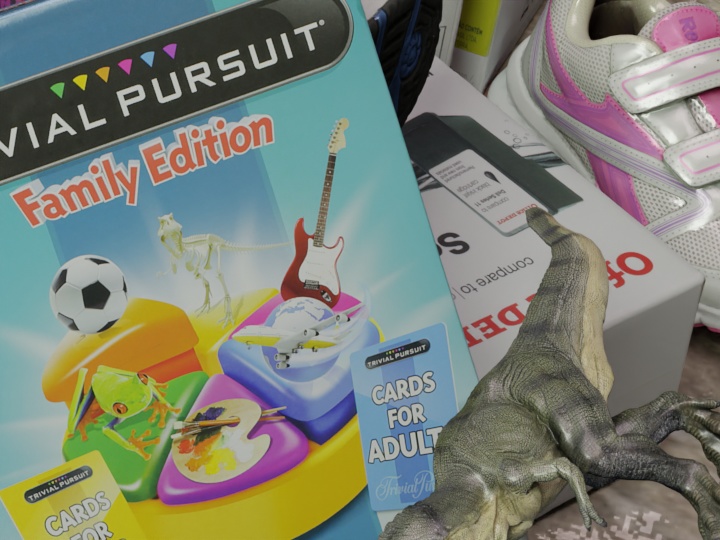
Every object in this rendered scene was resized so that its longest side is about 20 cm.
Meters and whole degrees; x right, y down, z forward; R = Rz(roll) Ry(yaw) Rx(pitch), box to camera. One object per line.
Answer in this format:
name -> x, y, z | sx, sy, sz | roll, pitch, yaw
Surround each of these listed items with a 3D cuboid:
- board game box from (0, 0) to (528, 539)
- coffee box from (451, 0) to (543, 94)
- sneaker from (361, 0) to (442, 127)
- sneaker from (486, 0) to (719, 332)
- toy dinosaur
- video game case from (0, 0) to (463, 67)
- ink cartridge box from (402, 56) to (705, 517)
board game box -> -0.052, 0.013, 0.774 | 0.150, 0.201, 0.047 | -21, 11, -13
coffee box -> 0.007, -0.227, 1.123 | 0.199, 0.199, 0.200 | 20, 39, 10
sneaker -> -0.053, -0.041, 0.847 | 0.077, 0.076, 0.200 | 38, 69, 26
sneaker -> 0.124, -0.052, 1.025 | 0.081, 0.089, 0.200 | -18, 48, -32
toy dinosaur -> 0.065, 0.046, 0.742 | 0.088, 0.048, 0.200 | 21, 38, 5
video game case -> -0.042, -0.134, 0.995 | 0.180, 0.201, 0.036 | -4, 39, -18
ink cartridge box -> 0.000, 0.000, 0.934 | 0.146, 0.083, 0.200 | -24, 51, -35
